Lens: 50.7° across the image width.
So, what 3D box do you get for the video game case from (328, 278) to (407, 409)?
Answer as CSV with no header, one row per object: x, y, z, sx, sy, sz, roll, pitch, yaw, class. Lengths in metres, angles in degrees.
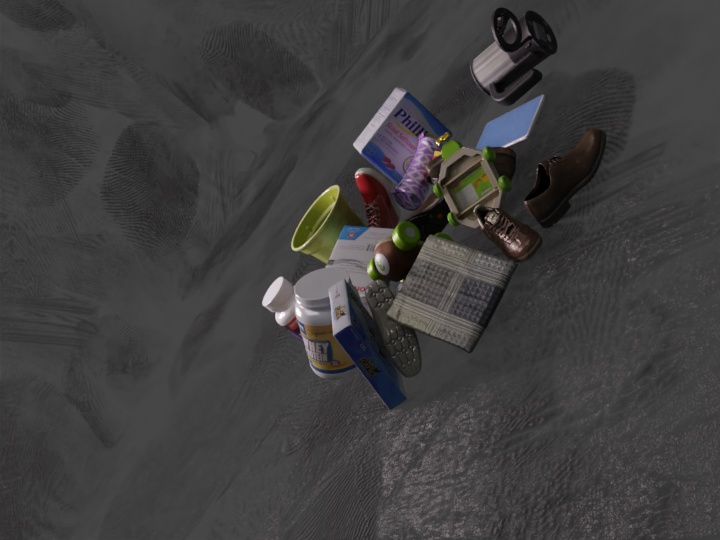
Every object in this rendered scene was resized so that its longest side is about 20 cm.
0.012,0.140,1.472,0.045,0.201,0.182,-31,25,8,video game case

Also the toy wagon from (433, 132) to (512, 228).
0.221,-0.193,1.573,0.154,0.203,0.039,-33,-12,37,toy wagon

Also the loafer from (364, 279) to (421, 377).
0.067,0.114,1.482,0.069,0.203,0.070,-22,-18,0,loafer

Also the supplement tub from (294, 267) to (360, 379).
-0.060,0.112,1.623,0.141,0.204,0.146,-11,29,6,supplement tub

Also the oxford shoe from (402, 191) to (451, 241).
0.164,-0.129,1.733,0.198,0.073,0.085,-33,24,19,oxford shoe

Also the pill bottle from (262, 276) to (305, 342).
-0.137,0.106,1.850,0.111,0.199,0.112,-44,22,23,pill bottle

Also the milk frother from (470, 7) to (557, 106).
0.332,-0.518,1.803,0.187,0.198,0.183,-34,32,42,milk frother

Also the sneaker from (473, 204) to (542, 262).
0.266,-0.074,1.424,0.071,0.075,0.200,-52,20,2,sneaker

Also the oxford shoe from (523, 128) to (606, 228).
0.367,-0.181,1.363,0.201,0.084,0.073,-53,19,-3,oxford shoe

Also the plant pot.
-0.050,-0.085,1.981,0.200,0.183,0.202,-45,22,23,plant pot

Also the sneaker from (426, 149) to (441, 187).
0.212,-0.227,1.815,0.092,0.069,0.200,-66,19,10,sneaker

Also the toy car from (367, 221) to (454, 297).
0.099,0.037,1.541,0.165,0.155,0.204,129,151,-53,toy car

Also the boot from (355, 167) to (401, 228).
0.031,-0.144,1.896,0.071,0.201,0.146,-1,51,34,boot

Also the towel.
0.167,0.040,1.411,0.197,0.035,0.195,21,74,34,towel

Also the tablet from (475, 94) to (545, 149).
0.337,-0.322,1.747,0.199,0.014,0.132,-18,40,56,tablet

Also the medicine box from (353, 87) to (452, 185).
0.113,-0.351,2.042,0.201,0.181,0.103,-51,21,8,medicine box

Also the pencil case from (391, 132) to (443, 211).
0.149,-0.248,1.941,0.202,0.085,0.084,-63,10,-26,pencil case

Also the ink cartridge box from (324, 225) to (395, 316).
0.000,0.000,1.798,0.142,0.084,0.203,6,55,26,ink cartridge box

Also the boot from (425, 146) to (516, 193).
0.233,-0.204,1.617,0.195,0.075,0.098,-6,50,17,boot
